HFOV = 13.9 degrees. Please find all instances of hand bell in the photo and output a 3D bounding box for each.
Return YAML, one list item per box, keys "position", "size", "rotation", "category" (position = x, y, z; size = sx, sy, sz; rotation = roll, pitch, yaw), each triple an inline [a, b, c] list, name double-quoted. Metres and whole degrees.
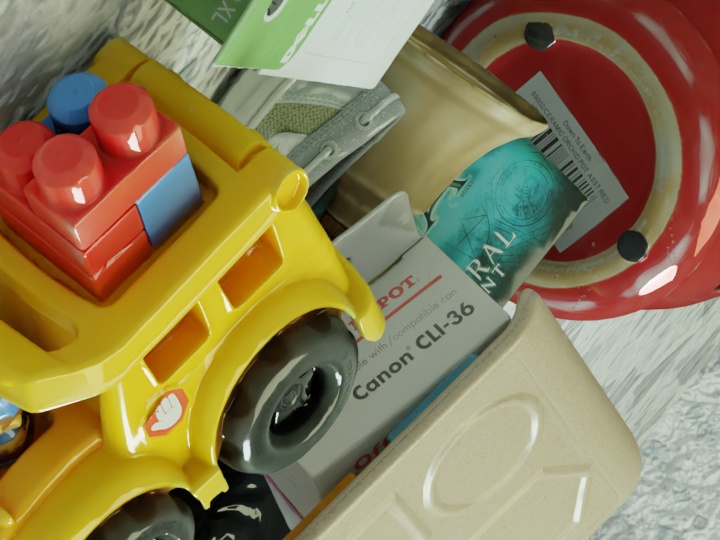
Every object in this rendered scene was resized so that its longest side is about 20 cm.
- position: [-0.014, -0.013, 1.330]
  size: [0.201, 0.104, 0.104]
  rotation: [-55, 167, 9]
  category: "hand bell"

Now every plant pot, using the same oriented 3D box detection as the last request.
- position: [0.141, -0.075, 1.519]
  size: [0.201, 0.200, 0.182]
  rotation: [-57, 162, 24]
  category: "plant pot"

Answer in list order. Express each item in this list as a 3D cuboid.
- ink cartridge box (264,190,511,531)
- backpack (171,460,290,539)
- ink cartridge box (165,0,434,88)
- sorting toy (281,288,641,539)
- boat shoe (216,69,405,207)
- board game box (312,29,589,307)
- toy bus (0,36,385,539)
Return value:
- position: [0.015, 0.068, 1.321]
  size: [0.116, 0.067, 0.200]
  rotation: [-39, 145, -12]
  category: "ink cartridge box"
- position: [-0.080, 0.165, 1.488]
  size: [0.167, 0.126, 0.200]
  rotation: [-54, 148, -24]
  category: "backpack"
- position: [-0.017, -0.129, 1.110]
  size: [0.104, 0.059, 0.200]
  rotation: [-55, 167, 11]
  category: "ink cartridge box"
- position: [0.033, 0.116, 1.305]
  size: [0.200, 0.036, 0.185]
  rotation: [-48, 148, -6]
  category: "sorting toy"
- position: [-0.057, -0.011, 1.284]
  size: [0.202, 0.065, 0.074]
  rotation: [-56, 167, 17]
  category: "boat shoe"
- position: [0.000, 0.000, 1.391]
  size: [0.200, 0.135, 0.028]
  rotation: [-52, -153, -6]
  category: "board game box"
- position: [-0.104, 0.016, 1.076]
  size: [0.200, 0.135, 0.192]
  rotation: [-46, 153, -15]
  category: "toy bus"
